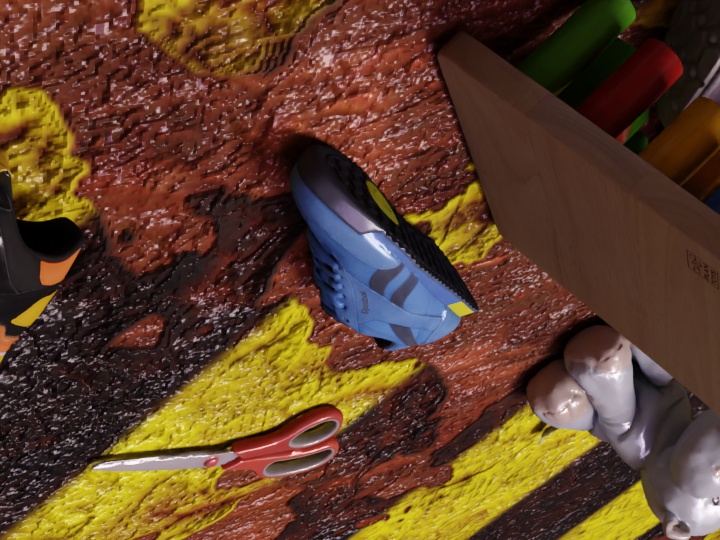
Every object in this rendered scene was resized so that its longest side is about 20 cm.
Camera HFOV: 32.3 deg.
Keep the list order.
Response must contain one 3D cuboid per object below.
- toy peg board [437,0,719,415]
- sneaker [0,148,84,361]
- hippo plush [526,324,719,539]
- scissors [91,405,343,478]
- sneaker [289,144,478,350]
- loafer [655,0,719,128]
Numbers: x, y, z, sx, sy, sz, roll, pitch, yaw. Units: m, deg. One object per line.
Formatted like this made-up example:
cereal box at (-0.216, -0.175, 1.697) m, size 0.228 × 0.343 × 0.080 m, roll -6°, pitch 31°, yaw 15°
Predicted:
toy peg board at (0.160, -0.043, 0.674) m, size 0.098 × 0.199 × 0.200 m, roll -44°, pitch 150°, yaw -8°
sneaker at (-0.194, -0.029, 0.516) m, size 0.090 × 0.070 × 0.200 m, roll -47°, pitch 148°, yaw -2°
hippo plush at (0.230, 0.137, 0.998) m, size 0.158 × 0.161 × 0.201 m, roll -5°, pitch 140°, yaw -36°
scissors at (-0.096, 0.134, 0.863) m, size 0.199 × 0.014 × 0.073 m, roll -11°, pitch 145°, yaw -32°
sneaker at (0.000, 0.000, 0.709) m, size 0.078 × 0.066 × 0.200 m, roll -32°, pitch 149°, yaw 10°
loafer at (0.225, -0.153, 0.672) m, size 0.069 × 0.070 × 0.201 m, roll 6°, pitch 135°, yaw -20°
